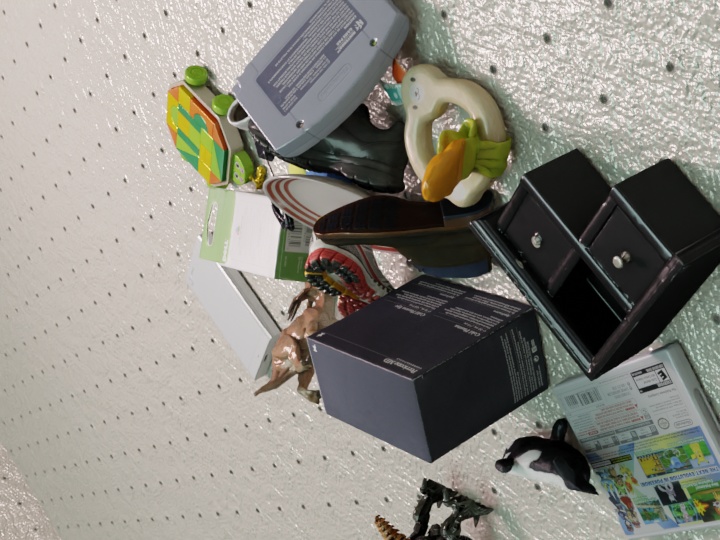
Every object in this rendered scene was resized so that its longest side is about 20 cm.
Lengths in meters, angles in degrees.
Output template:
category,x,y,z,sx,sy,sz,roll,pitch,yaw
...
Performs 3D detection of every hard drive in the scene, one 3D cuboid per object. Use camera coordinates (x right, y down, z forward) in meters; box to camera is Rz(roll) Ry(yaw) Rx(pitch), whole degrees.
category,x,y,z,sx,sy,sz,roll,pitch,yaw
hard drive,-0.196,0.054,2.023,0.201,0.026,0.132,53,148,19

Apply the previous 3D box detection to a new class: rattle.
category,x,y,z,sx,sy,sz,roll,pitch,yaw
rattle,0.049,-0.153,1.370,0.201,0.142,0.131,53,148,16

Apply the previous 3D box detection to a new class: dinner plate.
category,x,y,z,sx,sy,sz,roll,pitch,yaw
dinner plate,-0.019,-0.071,1.553,0.198,0.025,0.200,21,166,6

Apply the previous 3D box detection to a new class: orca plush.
category,x,y,z,sx,sy,sz,roll,pitch,yaw
orca plush,0.203,0.194,1.445,0.200,0.104,0.072,81,-161,-85

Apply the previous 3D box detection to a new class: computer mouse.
category,x,y,z,sx,sy,sz,roll,pitch,yaw
computer mouse,-0.105,-0.139,1.681,0.059,0.034,0.202,120,139,-59

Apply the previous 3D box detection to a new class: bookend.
category,x,y,z,sx,sy,sz,roll,pitch,yaw
bookend,0.222,-0.040,1.230,0.200,0.091,0.201,53,147,19

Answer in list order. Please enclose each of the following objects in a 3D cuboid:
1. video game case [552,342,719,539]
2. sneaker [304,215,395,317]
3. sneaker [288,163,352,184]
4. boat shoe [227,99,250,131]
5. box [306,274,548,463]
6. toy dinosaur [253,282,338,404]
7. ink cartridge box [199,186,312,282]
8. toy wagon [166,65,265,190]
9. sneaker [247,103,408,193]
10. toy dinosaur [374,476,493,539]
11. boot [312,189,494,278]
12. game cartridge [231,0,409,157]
category,x,y,z,sx,sy,sz,roll,pitch,yaw
video game case,0.296,0.178,1.348,0.184,0.022,0.200,63,149,2
sneaker,0.000,0.000,1.585,0.077,0.083,0.200,-7,152,20
sneaker,-0.063,-0.175,1.604,0.201,0.075,0.105,59,147,-4
boat shoe,-0.081,-0.230,1.524,0.200,0.069,0.071,-48,67,29
box,0.073,0.103,1.482,0.199,0.181,0.105,17,127,52
toy dinosaur,-0.076,0.088,1.742,0.135,0.200,0.086,33,168,43
ink cartridge box,-0.138,-0.051,1.784,0.199,0.059,0.106,12,96,53
toy wagon,-0.203,-0.181,1.845,0.200,0.039,0.156,47,146,28
sneaker,-0.032,-0.152,1.513,0.197,0.076,0.092,17,89,12
toy dinosaur,0.096,0.340,1.661,0.101,0.137,0.200,22,174,30
boot,0.052,-0.027,1.443,0.075,0.197,0.098,-83,-17,-53
game cartridge,-0.042,-0.226,1.439,0.200,0.041,0.134,-46,55,14
